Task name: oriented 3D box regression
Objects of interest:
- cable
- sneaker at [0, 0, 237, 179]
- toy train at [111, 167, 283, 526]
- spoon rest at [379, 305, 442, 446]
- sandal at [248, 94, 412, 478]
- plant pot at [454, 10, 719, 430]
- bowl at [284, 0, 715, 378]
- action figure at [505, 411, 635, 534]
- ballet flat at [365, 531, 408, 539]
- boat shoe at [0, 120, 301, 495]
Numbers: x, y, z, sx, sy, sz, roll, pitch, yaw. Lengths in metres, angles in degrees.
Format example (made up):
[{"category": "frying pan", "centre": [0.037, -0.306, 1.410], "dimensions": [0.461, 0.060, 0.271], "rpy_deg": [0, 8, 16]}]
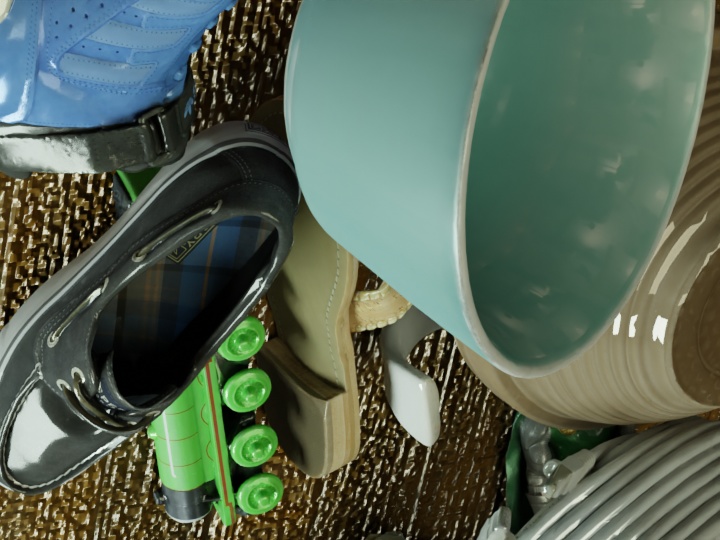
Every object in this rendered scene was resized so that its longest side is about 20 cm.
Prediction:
[{"category": "cable", "centre": [0.118, 0.153, 0.987], "dimensions": [0.200, 0.069, 0.200], "rpy_deg": [-22, 147, -39]}, {"category": "sneaker", "centre": [-0.069, -0.099, 0.764], "dimensions": [0.199, 0.077, 0.111], "rpy_deg": [-22, 132, 5]}, {"category": "toy train", "centre": [-0.071, 0.034, 0.906], "dimensions": [0.056, 0.042, 0.201], "rpy_deg": [-16, 127, -16]}, {"category": "spoon rest", "centre": [0.079, 0.006, 0.998], "dimensions": [0.200, 0.061, 0.100], "rpy_deg": [-34, 136, -33]}, {"category": "sandal", "centre": [-0.004, -0.003, 0.912], "dimensions": [0.069, 0.078, 0.212], "rpy_deg": [-27, 139, -28]}, {"category": "plant pot", "centre": [0.143, -0.005, 0.914], "dimensions": [0.200, 0.093, 0.202], "rpy_deg": [-19, 127, -27]}, {"category": "bowl", "centre": [0.045, -0.071, 0.782], "dimensions": [0.201, 0.105, 0.202], "rpy_deg": [-34, 133, -48]}, {"category": "action figure", "centre": [0.114, 0.122, 1.095], "dimensions": [0.118, 0.055, 0.201], "rpy_deg": [-19, 124, -23]}, {"category": "ballet flat", "centre": [-0.003, 0.170, 1.026], "dimensions": [0.199, 0.073, 0.073], "rpy_deg": [-17, 127, -24]}, {"category": "boat shoe", "centre": [-0.090, 0.030, 0.834], "dimensions": [0.070, 0.066, 0.200], "rpy_deg": [34, 114, -26]}]
